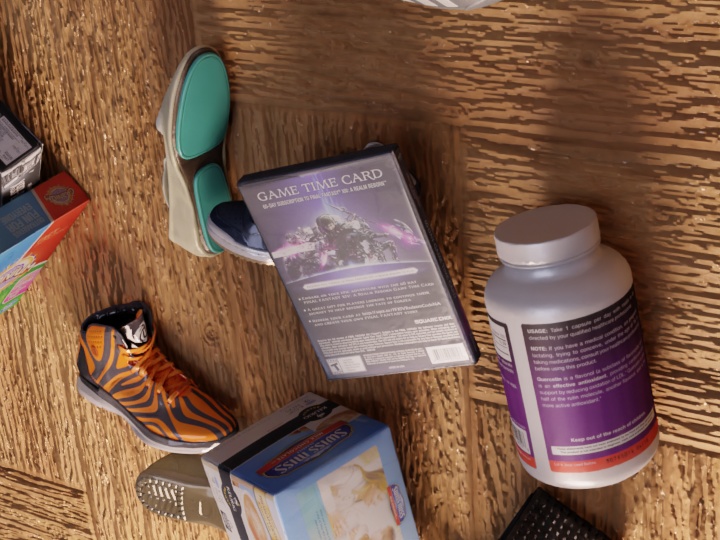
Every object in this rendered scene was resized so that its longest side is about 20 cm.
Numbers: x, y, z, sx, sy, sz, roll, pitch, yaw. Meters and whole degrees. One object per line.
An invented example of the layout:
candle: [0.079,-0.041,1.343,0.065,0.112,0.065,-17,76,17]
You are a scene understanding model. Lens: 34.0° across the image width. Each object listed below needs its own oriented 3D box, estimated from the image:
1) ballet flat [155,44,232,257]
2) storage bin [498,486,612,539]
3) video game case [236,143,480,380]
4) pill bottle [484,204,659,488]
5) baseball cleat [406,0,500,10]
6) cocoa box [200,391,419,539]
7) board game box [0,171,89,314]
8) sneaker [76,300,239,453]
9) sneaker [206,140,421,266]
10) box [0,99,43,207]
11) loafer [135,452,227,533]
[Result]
ballet flat: [-0.152,-0.106,1.039,0.069,0.069,0.201,15,122,25]
storage bin: [0.127,0.295,0.987,0.094,0.200,0.136,34,128,11]
video game case: [0.000,0.000,0.952,0.142,0.019,0.201,-9,119,28]
pill bottle: [0.159,0.057,0.897,0.112,0.112,0.201,-1,114,32]
baseball cleat: [0.019,-0.218,0.841,0.199,0.106,0.070,9,114,26]
cocoa box: [-0.035,0.239,1.080,0.131,0.133,0.201,14,125,54]
board game box: [-0.369,0.001,1.171,0.040,0.153,0.200,46,130,0]
sneaker: [-0.208,0.102,1.173,0.199,0.078,0.113,21,125,21]
sneaker: [-0.038,-0.057,0.984,0.199,0.070,0.109,14,126,18]
box: [-0.391,-0.148,1.131,0.200,0.050,0.158,47,156,2]
loafer: [-0.126,0.225,1.197,0.199,0.068,0.076,17,128,5]
